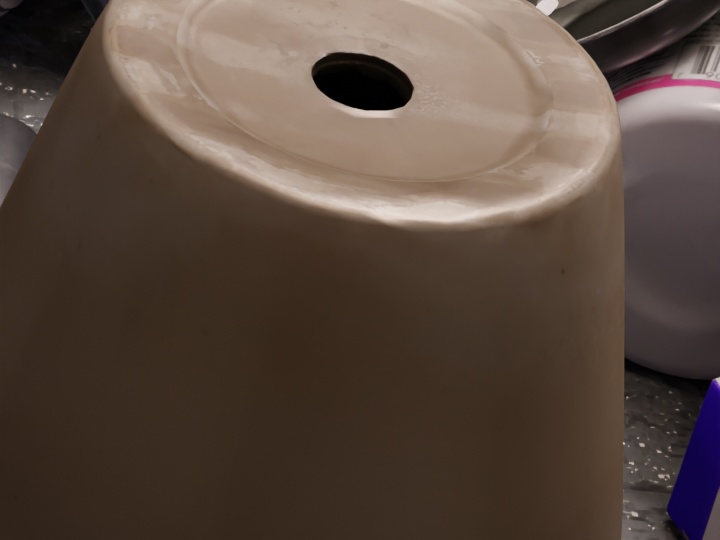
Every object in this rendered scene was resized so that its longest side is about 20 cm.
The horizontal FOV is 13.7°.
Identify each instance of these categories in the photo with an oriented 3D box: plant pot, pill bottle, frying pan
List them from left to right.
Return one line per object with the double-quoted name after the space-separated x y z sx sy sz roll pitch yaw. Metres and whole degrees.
-0.015 0.025 0.695 0.199 0.174 0.201 10 36 -7 "plant pot"
0.125 -0.114 1.045 0.189 0.031 0.115 -25 20 8 "frying pan"
0.140 -0.058 1.104 0.113 0.114 0.200 20 35 6 "pill bottle"

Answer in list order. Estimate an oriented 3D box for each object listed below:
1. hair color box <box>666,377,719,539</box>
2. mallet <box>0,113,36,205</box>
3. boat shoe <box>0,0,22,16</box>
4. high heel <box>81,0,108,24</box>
0.215 0.083 0.983 0.199 0.065 0.109 -5 39 -25 "hair color box"
-0.054 -0.008 1.030 0.199 0.041 0.066 10 38 -16 "mallet"
-0.115 -0.157 1.169 0.065 0.072 0.200 -7 23 16 "boat shoe"
-0.061 -0.188 1.125 0.071 0.143 0.200 10 54 34 "high heel"
